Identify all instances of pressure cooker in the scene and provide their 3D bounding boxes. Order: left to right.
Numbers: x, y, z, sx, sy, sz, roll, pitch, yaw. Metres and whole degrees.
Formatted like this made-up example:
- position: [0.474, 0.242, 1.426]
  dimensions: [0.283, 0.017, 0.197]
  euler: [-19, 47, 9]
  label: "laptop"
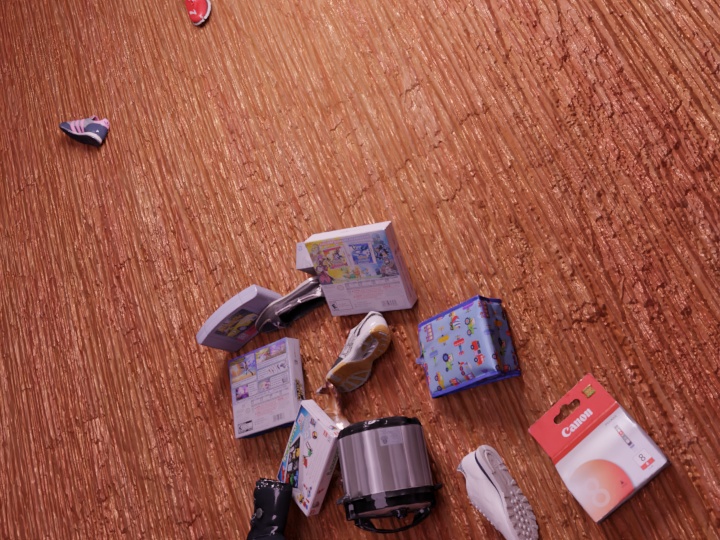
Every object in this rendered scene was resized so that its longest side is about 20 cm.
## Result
- position: [0.047, 0.390, 1.403]
  dimensions: [0.175, 0.178, 0.202]
  euler: [-20, 67, 23]
  label: "pressure cooker"

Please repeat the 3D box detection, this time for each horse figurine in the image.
- position: [-0.052, 0.343, 1.543]
  dimensions: [0.133, 0.050, 0.201]
  euler: [-47, 58, 29]
  label: "horse figurine"

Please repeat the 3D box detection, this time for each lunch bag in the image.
- position: [0.187, 0.154, 1.438]
  dimensions: [0.199, 0.094, 0.152]
  euler: [-25, 68, 35]
  label: "lunch bag"

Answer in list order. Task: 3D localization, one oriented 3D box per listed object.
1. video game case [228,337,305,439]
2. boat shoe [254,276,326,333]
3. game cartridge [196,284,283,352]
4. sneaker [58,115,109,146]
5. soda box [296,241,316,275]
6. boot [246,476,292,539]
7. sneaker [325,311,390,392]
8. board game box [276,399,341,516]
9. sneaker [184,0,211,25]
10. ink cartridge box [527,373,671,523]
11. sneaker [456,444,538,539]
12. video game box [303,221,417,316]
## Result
- position: [-0.209, 0.266, 1.662]
  dimensions: [0.199, 0.045, 0.183]
  euler: [-23, 67, 35]
  label: "video game case"
- position: [-0.157, 0.091, 1.676]
  dimensions: [0.199, 0.067, 0.057]
  euler: [-38, 56, 15]
  label: "boat shoe"
- position: [-0.277, 0.114, 1.706]
  dimensions: [0.200, 0.133, 0.041]
  euler: [-40, 53, 18]
  label: "game cartridge"
- position: [-0.830, -0.431, 2.246]
  dimensions: [0.199, 0.070, 0.083]
  euler: [18, 71, 32]
  label: "sneaker"
- position: [-0.045, -0.038, 1.637]
  dimensions: [0.198, 0.068, 0.064]
  euler: [-8, 74, 30]
  label: "soda box"
- position: [-0.171, 0.520, 1.504]
  dimensions: [0.199, 0.076, 0.170]
  euler: [3, 81, 56]
  label: "boot"
- position: [-0.004, 0.172, 1.567]
  dimensions: [0.200, 0.075, 0.088]
  euler: [-50, 27, 23]
  label: "sneaker"
- position: [-0.105, 0.388, 1.541]
  dimensions: [0.126, 0.034, 0.202]
  euler: [38, 117, 42]
  label: "board game box"
- position: [-0.484, -0.777, 2.094]
  dimensions: [0.077, 0.085, 0.201]
  euler: [-33, 63, 22]
  label: "sneaker"
- position: [0.402, 0.301, 1.278]
  dimensions: [0.162, 0.050, 0.200]
  euler: [-46, 62, 14]
  label: "ink cartridge box"
- position: [0.247, 0.421, 1.341]
  dimensions: [0.080, 0.076, 0.201]
  euler: [-45, 54, 28]
  label: "sneaker"
- position: [0.000, 0.000, 1.552]
  dimensions: [0.198, 0.047, 0.184]
  euler: [-7, 116, 30]
  label: "video game box"
